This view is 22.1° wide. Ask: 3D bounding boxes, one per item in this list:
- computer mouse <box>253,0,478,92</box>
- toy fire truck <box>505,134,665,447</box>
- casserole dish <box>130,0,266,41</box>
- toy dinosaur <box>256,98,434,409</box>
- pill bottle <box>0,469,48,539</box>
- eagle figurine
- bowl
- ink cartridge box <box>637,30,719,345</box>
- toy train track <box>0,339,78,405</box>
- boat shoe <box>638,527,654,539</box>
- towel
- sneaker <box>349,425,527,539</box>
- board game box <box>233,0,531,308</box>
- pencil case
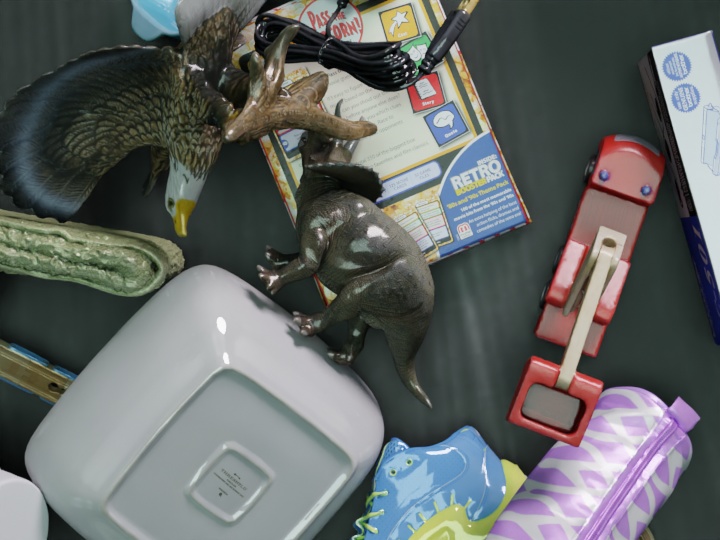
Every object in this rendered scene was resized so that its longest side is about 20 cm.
[{"bbox_3d":[0.024,-0.208,1.191,0.140,0.046,0.201,23,69,30],"label":"computer mouse"},{"bbox_3d":[0.149,0.007,1.190,0.048,0.141,0.201,20,92,3],"label":"toy fire truck"},{"bbox_3d":[-0.074,-0.225,1.224,0.200,0.121,0.039,-50,126,2],"label":"casserole dish"},{"bbox_3d":[0.000,0.000,1.186,0.102,0.077,0.201,-34,87,11],"label":"toy dinosaur"},{"bbox_3d":[-0.302,0.149,1.197,0.199,0.111,0.112,14,92,32],"label":"pill bottle"},{"bbox_3d":[-0.119,-0.094,1.150,0.152,0.199,0.152,48,59,-37],"label":"eagle figurine"},{"bbox_3d":[-0.092,0.124,1.198,0.200,0.075,0.200,-47,119,4],"label":"bowl"},{"bbox_3d":[0.232,-0.050,1.208,0.044,0.094,0.201,-16,89,4],"label":"ink cartridge box"},{"bbox_3d":[-0.239,0.057,1.265,0.199,0.033,0.115,28,115,-6],"label":"toy train track"},{"bbox_3d":[0.112,0.230,1.231,0.199,0.066,0.074,-34,87,1],"label":"boat shoe"},{"bbox_3d":[-0.219,-0.017,1.211,0.198,0.148,0.037,9,93,0],"label":"towel"},{"bbox_3d":[0.020,0.178,1.238,0.199,0.076,0.105,-32,79,-9],"label":"sneaker"},{"bbox_3d":[0.009,-0.096,1.244,0.151,0.046,0.201,-22,89,4],"label":"board game box"},{"bbox_3d":[0.137,0.162,1.177,0.084,0.086,0.200,41,56,-2],"label":"pencil case"}]
